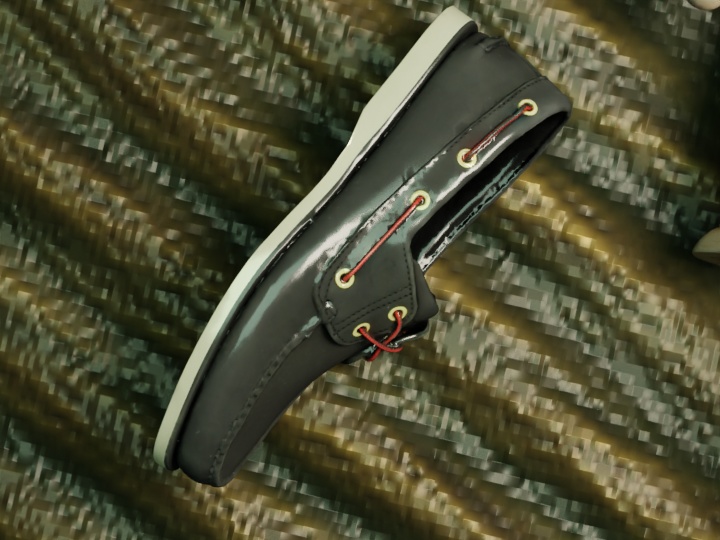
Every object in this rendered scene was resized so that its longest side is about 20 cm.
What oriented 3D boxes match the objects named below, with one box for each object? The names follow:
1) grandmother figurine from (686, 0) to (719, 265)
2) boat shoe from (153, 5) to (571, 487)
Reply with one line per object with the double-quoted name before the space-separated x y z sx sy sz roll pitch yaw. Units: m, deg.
"grandmother figurine" 0.175 -0.096 1.054 0.121 0.060 0.201 19 82 -27
"boat shoe" 0.000 -0.001 1.034 0.063 0.074 0.202 36 82 10
